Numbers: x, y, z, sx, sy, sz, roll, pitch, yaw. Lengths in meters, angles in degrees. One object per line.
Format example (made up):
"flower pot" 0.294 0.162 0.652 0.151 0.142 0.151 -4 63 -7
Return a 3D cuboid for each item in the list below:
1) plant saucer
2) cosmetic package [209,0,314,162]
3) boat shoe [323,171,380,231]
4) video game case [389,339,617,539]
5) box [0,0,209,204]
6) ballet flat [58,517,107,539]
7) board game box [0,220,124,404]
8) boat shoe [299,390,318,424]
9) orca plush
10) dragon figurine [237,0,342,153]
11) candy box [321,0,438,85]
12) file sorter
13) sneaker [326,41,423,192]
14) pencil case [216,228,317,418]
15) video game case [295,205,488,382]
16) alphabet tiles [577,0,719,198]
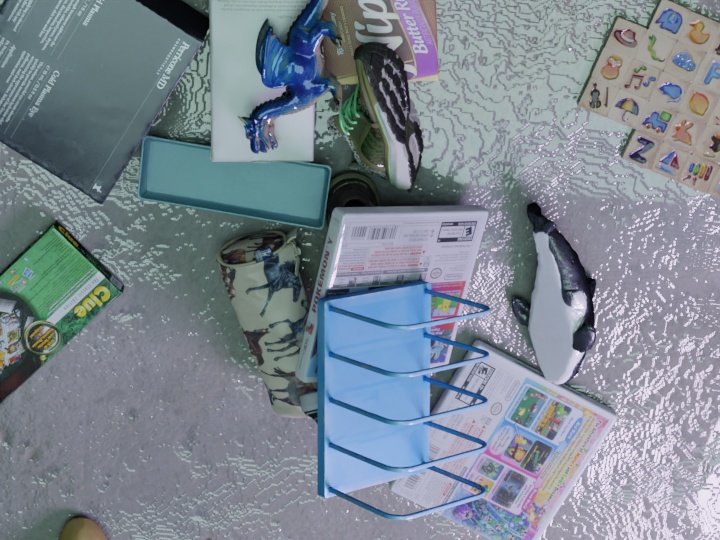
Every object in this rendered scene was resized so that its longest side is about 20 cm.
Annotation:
"plant saucer" -0.130 -0.093 1.658 0.198 0.019 0.070 10 110 4
"cosmetic package" -0.097 -0.213 1.588 0.107 0.085 0.202 2 111 -2
"boat shoe" 0.000 0.000 1.673 0.074 0.073 0.201 -13 110 5
"video game case" 0.157 0.199 1.776 0.181 0.024 0.201 27 107 -10
"box" -0.276 -0.204 1.580 0.181 0.104 0.201 33 107 -11
"ballet flat" -0.317 0.379 1.817 0.068 0.063 0.202 4 110 -2
"board game box" -0.358 0.049 1.716 0.200 0.023 0.105 -40 103 14
"boat shoe" 0.002 0.166 1.677 0.073 0.199 0.069 -12 72 22
"orca plush" 0.215 0.019 1.702 0.105 0.071 0.201 -1 113 48
"dragon figurine" -0.068 -0.204 1.517 0.099 0.059 0.202 -2 111 -6
"candy box" 0.016 -0.286 1.578 0.116 0.057 0.202 -2 109 0
"file sorter" 0.048 0.126 1.574 0.138 0.122 0.202 -9 105 -38
"sneaker" 0.004 -0.147 1.587 0.088 0.077 0.201 2 146 15
"pencil case" -0.080 0.058 1.692 0.089 0.078 0.201 -12 110 18
"video game case" 0.033 0.021 1.636 0.199 0.023 0.184 -3 115 -41
"alphabet tiles" 0.332 -0.178 1.646 0.199 0.008 0.168 21 109 -8
